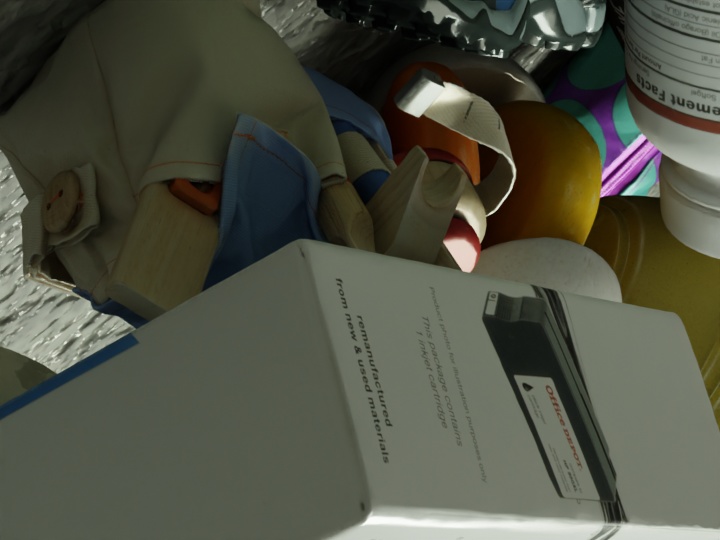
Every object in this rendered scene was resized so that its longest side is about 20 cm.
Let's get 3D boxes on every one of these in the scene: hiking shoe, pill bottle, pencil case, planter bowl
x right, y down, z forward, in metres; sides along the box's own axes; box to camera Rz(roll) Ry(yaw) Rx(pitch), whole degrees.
[{"bbox_3d":[0.040,-0.124,0.797,0.200,0.074,0.087,-21,124,-69],"label":"hiking shoe"},{"bbox_3d":[0.158,-0.109,0.883,0.112,0.112,0.201,-31,130,-34],"label":"pill bottle"},{"bbox_3d":[0.140,-0.081,1.126,0.085,0.093,0.200,32,112,-29],"label":"pencil case"},{"bbox_3d":[0.107,0.030,0.984,0.200,0.083,0.201,-42,-154,27],"label":"planter bowl"}]

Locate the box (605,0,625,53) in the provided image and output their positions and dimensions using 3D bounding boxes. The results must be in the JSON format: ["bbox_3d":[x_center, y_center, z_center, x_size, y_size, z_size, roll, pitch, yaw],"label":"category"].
[{"bbox_3d":[0.198,-0.156,0.990,0.200,0.050,0.158,-41,134,-3],"label":"box"}]

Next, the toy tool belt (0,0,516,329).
[{"bbox_3d":[-0.018,-0.006,0.747,0.199,0.123,0.125,20,124,-41],"label":"toy tool belt"}]

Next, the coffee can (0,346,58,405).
[{"bbox_3d":[-0.173,0.138,0.848,0.146,0.147,0.200,-29,161,-39],"label":"coffee can"}]

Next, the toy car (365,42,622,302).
[{"bbox_3d":[0.000,0.000,0.923,0.149,0.176,0.200,20,125,-33],"label":"toy car"}]

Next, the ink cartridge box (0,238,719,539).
[{"bbox_3d":[0.004,0.066,0.702,0.144,0.085,0.199,-28,156,33],"label":"ink cartridge box"}]
